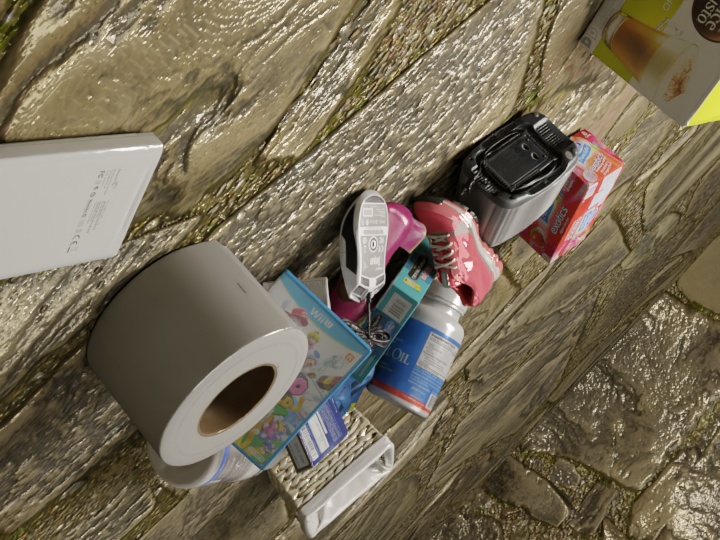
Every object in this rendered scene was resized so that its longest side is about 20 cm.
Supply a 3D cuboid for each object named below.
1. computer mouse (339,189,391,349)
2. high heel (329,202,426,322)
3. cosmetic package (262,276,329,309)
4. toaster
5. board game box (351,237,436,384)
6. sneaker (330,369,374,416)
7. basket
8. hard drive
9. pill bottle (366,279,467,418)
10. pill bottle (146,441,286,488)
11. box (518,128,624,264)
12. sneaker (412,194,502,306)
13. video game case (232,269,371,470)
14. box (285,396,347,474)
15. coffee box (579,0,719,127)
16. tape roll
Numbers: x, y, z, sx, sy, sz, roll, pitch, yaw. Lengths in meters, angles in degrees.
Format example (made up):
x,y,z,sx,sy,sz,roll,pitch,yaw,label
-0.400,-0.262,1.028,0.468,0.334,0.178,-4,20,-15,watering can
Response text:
x,y,z,sx,sy,sz,roll,pitch,yaw,label
0.000,0.000,1.327,0.109,0.043,0.204,-2,95,-54,computer mouse
-0.002,-0.005,1.394,0.200,0.068,0.096,-43,143,14,high heel
-0.076,0.079,1.365,0.081,0.051,0.201,-4,152,0,cosmetic package
0.209,-0.120,1.491,0.199,0.114,0.130,-36,159,-26,toaster
0.047,0.052,1.498,0.152,0.047,0.200,-56,179,25,board game box
-0.035,0.171,1.631,0.078,0.066,0.201,-23,150,-36,sneaker
-0.053,0.336,1.811,0.199,0.123,0.136,-37,158,-16,basket
-0.265,-0.051,0.874,0.199,0.026,0.133,-15,143,-52,hard drive
0.096,0.119,1.665,0.202,0.111,0.112,-65,160,-8,pill bottle
-0.180,0.221,1.391,0.114,0.114,0.199,-49,158,12,pill bottle
0.341,-0.121,1.748,0.099,0.096,0.201,-30,154,-31,box
0.131,-0.023,1.461,0.200,0.073,0.088,48,59,-37,sneaker
-0.104,0.121,1.268,0.200,0.143,0.018,-47,-173,5,video game case
-0.075,0.205,1.501,0.032,0.123,0.200,-25,178,15,box
0.464,-0.339,1.446,0.199,0.198,0.201,-16,144,-51,coffee box
-0.173,0.091,1.139,0.202,0.139,0.204,-37,157,-18,tape roll
